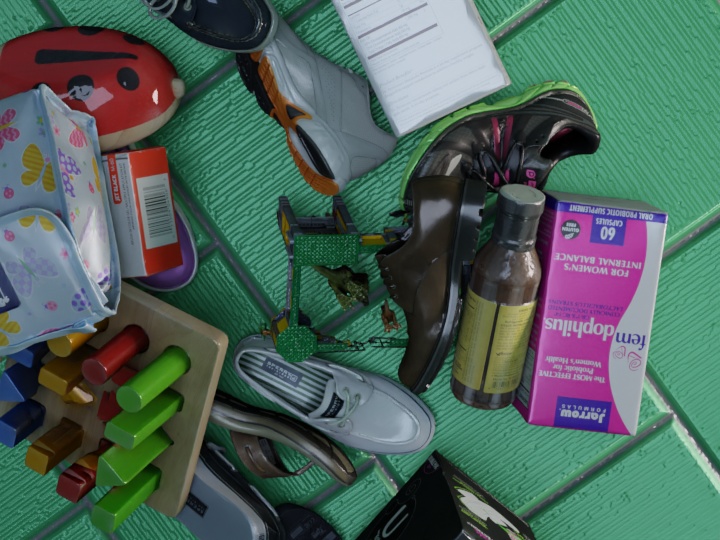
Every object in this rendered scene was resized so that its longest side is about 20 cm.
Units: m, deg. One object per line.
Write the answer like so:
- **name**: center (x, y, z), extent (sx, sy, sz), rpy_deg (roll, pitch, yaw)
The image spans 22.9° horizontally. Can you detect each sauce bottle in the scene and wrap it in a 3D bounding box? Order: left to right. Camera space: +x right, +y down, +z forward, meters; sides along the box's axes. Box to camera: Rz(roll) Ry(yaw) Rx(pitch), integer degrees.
- **sauce bottle**: center (0.124, 0.023, 1.545), extent (0.065, 0.065, 0.200), rpy_deg (13, 116, 3)

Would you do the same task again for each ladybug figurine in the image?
- **ladybug figurine**: center (-0.256, -0.168, 1.588), extent (0.200, 0.072, 0.136), rpy_deg (-3, 53, 4)

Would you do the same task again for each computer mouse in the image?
- **computer mouse**: center (-0.022, 0.300, 1.668), extent (0.059, 0.034, 0.200), rpy_deg (-38, 97, -20)

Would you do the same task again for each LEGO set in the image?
- **LEGO set**: center (0.000, 0.000, 1.609), extent (0.200, 0.116, 0.154), rpy_deg (-9, 115, -7)

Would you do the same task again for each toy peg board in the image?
- **toy peg board**: center (-0.242, 0.113, 1.550), extent (0.199, 0.098, 0.200), rpy_deg (26, 122, 15)

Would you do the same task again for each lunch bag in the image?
- **lunch bag**: center (-0.298, -0.032, 1.482), extent (0.169, 0.127, 0.200), rpy_deg (-16, 75, 14)

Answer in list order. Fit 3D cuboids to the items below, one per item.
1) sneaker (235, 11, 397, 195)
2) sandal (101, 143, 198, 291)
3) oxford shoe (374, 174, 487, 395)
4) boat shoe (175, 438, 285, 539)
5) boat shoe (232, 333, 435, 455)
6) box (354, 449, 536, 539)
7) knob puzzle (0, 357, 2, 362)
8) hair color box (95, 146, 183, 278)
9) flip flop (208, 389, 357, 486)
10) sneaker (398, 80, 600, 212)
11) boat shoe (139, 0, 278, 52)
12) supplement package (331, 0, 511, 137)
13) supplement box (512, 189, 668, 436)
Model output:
- **sneaker**: center (-0.042, -0.167, 1.609), extent (0.092, 0.076, 0.200), rpy_deg (-26, 82, -23)
- **sandal**: center (-0.222, -0.067, 1.634), extent (0.082, 0.050, 0.203), rpy_deg (-30, 93, 7)
- **oxford shoe**: center (0.051, 0.010, 1.528), extent (0.084, 0.073, 0.200), rpy_deg (10, 108, 0)
- **boat shoe**: center (-0.148, 0.190, 1.645), extent (0.199, 0.068, 0.074), rpy_deg (35, 110, 25)
- **boat shoe**: center (-0.028, 0.121, 1.629), extent (0.200, 0.067, 0.074), rpy_deg (20, 97, 2)
- **box**: center (0.075, 0.277, 1.561), extent (0.124, 0.200, 0.149), rpy_deg (39, 98, -12)
- **knob puzzle**: center (-0.393, -0.014, 1.610), extent (0.220, 0.030, 0.220), rpy_deg (1, 92, 41)
- **hair color box**: center (-0.265, -0.045, 1.598), extent (0.200, 0.064, 0.111), rpy_deg (-6, 96, 30)
- **flip flop**: center (-0.097, 0.157, 1.632), extent (0.200, 0.081, 0.058), rpy_deg (21, 92, 7)
- **sneaker**: center (0.123, -0.101, 1.555), extent (0.200, 0.077, 0.084), rpy_deg (-26, 59, -14)
- **boat shoe**: center (-0.161, -0.255, 1.573), extent (0.200, 0.062, 0.075), rpy_deg (37, 100, 22)
- **supplement package**: center (0.041, -0.231, 1.564), extent (0.109, 0.114, 0.200), rpy_deg (-25, 94, 8)
- **supplement box**: center (0.201, 0.036, 1.580), extent (0.101, 0.103, 0.200), rpy_deg (6, 98, -5)
